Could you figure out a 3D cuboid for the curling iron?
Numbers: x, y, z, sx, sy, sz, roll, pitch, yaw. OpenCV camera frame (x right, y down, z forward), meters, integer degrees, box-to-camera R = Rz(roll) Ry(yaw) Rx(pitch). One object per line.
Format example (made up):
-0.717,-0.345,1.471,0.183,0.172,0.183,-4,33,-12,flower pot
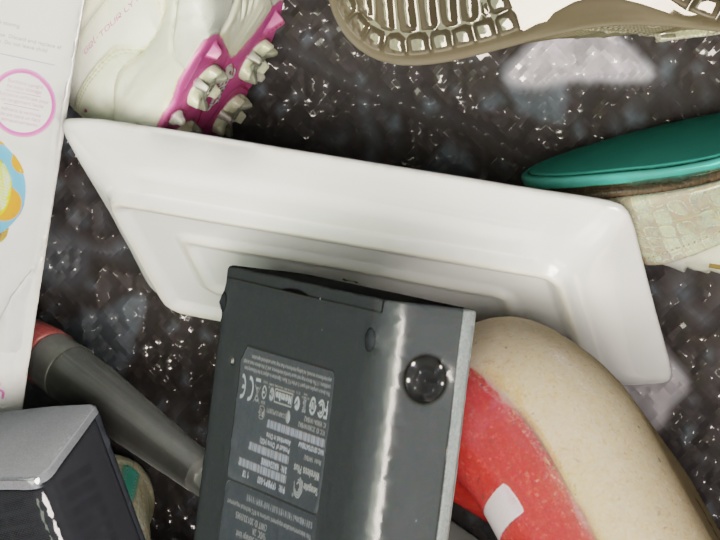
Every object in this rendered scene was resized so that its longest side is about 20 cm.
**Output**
-0.111,0.041,0.943,0.200,0.026,0.050,23,109,40,curling iron

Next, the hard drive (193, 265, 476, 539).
-0.018,0.104,0.809,0.140,0.033,0.200,-169,86,-67,hard drive

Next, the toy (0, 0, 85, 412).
-0.157,-0.031,0.927,0.115,0.047,0.200,13,103,8,toy

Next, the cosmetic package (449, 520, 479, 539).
0.024,0.159,0.914,0.200,0.081,0.113,38,113,13,cosmetic package

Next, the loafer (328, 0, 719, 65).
0.090,-0.109,0.834,0.200,0.068,0.076,-5,101,9,loafer

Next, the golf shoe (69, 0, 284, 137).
-0.055,-0.131,0.889,0.091,0.075,0.200,35,112,17,golf shoe

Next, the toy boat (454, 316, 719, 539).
0.055,0.116,0.813,0.131,0.131,0.200,-30,64,5,toy boat

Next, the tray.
0.000,0.000,0.883,0.200,0.107,0.022,10,61,22,tray

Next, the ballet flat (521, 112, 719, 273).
0.144,-0.025,0.828,0.200,0.067,0.062,-14,102,26,ballet flat

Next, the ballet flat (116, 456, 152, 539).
-0.139,0.141,0.989,0.067,0.062,0.200,39,120,-16,ballet flat

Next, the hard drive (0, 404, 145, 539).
-0.161,0.126,0.918,0.200,0.042,0.135,-13,102,26,hard drive
